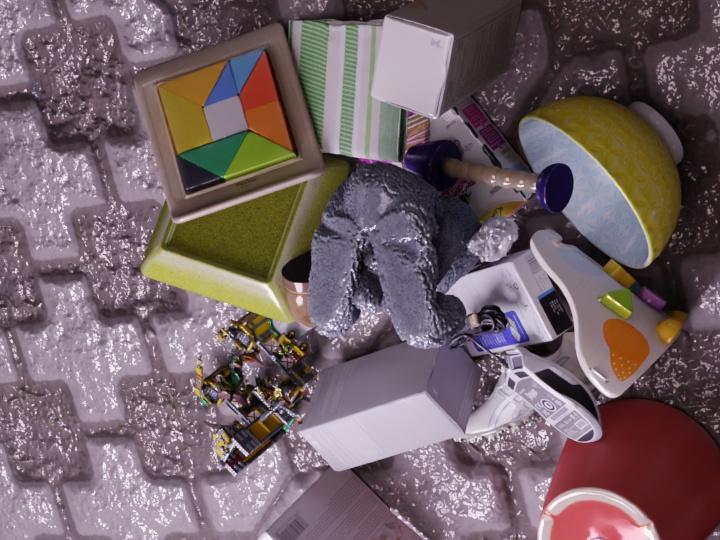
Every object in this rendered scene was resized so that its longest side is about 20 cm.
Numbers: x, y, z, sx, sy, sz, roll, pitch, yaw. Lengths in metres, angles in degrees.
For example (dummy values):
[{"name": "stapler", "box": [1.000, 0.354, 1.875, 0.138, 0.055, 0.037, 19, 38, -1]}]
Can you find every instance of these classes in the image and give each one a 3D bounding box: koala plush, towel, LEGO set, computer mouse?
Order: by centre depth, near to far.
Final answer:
[{"name": "koala plush", "box": [0.064, -0.029, 1.620, 0.177, 0.200, 0.185, 7, 102, 36]}, {"name": "computer mouse", "box": [0.190, 0.112, 1.694, 0.200, 0.044, 0.110, 40, 152, 1]}, {"name": "towel", "box": [-0.016, -0.204, 1.716, 0.200, 0.023, 0.153, 12, 100, 47]}, {"name": "LEGO set", "box": [-0.149, 0.156, 1.894, 0.154, 0.116, 0.200, 49, 139, 5]}]

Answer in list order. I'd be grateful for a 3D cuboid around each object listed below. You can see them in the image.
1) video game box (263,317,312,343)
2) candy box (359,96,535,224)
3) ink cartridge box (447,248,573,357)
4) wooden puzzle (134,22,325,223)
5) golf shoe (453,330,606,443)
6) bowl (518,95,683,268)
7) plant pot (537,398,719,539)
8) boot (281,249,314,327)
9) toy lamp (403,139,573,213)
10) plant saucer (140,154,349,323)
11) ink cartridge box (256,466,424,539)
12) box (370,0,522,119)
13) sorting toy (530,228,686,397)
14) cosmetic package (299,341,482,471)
[{"name": "video game box", "box": [-0.088, -0.036, 1.862, 0.200, 0.047, 0.182, 49, 124, 3]}, {"name": "candy box", "box": [0.089, -0.125, 1.729, 0.136, 0.061, 0.200, -40, 88, 33]}, {"name": "ink cartridge box", "box": [0.153, 0.040, 1.741, 0.100, 0.039, 0.200, 61, 152, -6]}, {"name": "wooden puzzle", "box": [-0.152, -0.170, 1.749, 0.184, 0.037, 0.201, -18, 72, 6]}, {"name": "golf shoe", "box": [0.186, 0.134, 1.781, 0.199, 0.078, 0.098, -25, 85, 24]}, {"name": "bowl", "box": [0.269, -0.112, 1.602, 0.108, 0.200, 0.200, -40, 88, -9]}, {"name": "plant pot", "box": [0.290, 0.266, 1.707, 0.200, 0.177, 0.201, 10, 114, 23]}, {"name": "boot", "box": [0.000, 0.000, 1.763, 0.074, 0.199, 0.076, 38, 143, 46]}, {"name": "toy lamp", "box": [0.130, -0.102, 1.625, 0.200, 0.058, 0.058, 16, 117, 40]}, {"name": "plant saucer", "box": [-0.138, -0.064, 1.768, 0.199, 0.048, 0.200, 18, 83, 14]}, {"name": "ink cartridge box", "box": [-0.016, 0.342, 1.877, 0.176, 0.200, 0.045, 43, 122, 6]}, {"name": "box", "box": [0.092, -0.234, 1.603, 0.077, 0.200, 0.095, 21, 117, 19]}, {"name": "sorting toy", "box": [0.249, 0.027, 1.646, 0.107, 0.200, 0.180, -45, 84, 11]}, {"name": "cosmetic package", "box": [0.035, 0.154, 1.817, 0.199, 0.107, 0.090, -17, 126, 36]}]
